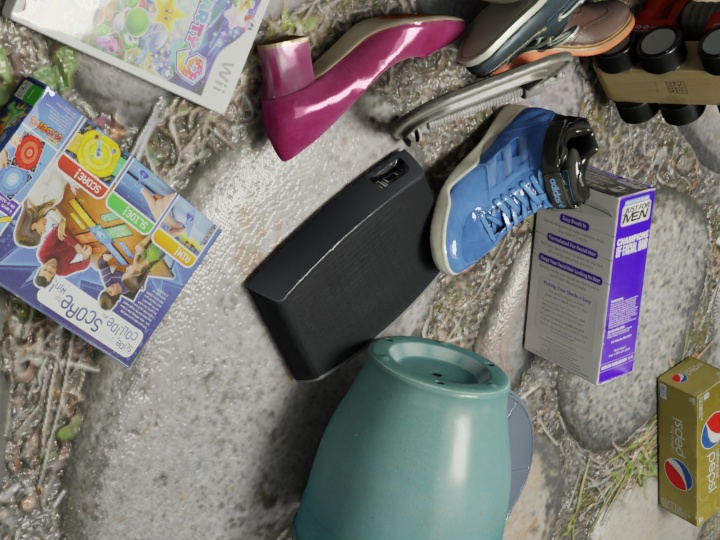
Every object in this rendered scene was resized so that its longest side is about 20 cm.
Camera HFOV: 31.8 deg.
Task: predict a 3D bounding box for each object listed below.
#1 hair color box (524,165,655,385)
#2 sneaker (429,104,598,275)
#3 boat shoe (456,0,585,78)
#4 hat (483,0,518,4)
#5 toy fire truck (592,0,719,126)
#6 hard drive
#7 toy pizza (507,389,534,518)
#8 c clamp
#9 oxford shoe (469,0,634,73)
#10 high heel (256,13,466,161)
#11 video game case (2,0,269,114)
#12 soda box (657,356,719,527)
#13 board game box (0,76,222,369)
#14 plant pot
[{"bbox_3d":[0.234,0.001,1.305,0.064,0.109,0.203,-15,118,-36],"label":"hair color box"},{"bbox_3d":[0.149,-0.073,1.168,0.201,0.110,0.077,-54,137,-30],"label":"sneaker"},{"bbox_3d":[0.156,-0.227,1.106,0.201,0.074,0.062,-52,124,-30],"label":"boat shoe"},{"bbox_3d":[0.087,-0.321,1.057,0.198,0.080,0.204,-1,92,-41],"label":"hat"},{"bbox_3d":[0.353,-0.241,1.278,0.129,0.174,0.202,53,57,-40],"label":"toy fire truck"},{"bbox_3d":[0.000,0.000,1.143,0.200,0.042,0.136,-42,130,-21],"label":"hard drive"},{"bbox_3d":[0.108,0.213,1.336,0.198,0.032,0.203,-19,119,-36],"label":"toy pizza"},{"bbox_3d":[0.108,-0.150,1.130,0.197,0.171,0.027,-21,90,-18],"label":"c clamp"},{"bbox_3d":[0.185,-0.239,1.192,0.198,0.071,0.074,-21,115,-34],"label":"oxford shoe"},{"bbox_3d":[0.007,-0.158,1.060,0.198,0.067,0.098,-18,109,-30],"label":"high heel"},{"bbox_3d":[-0.152,-0.217,0.936,0.199,0.018,0.145,20,93,-45],"label":"video game case"},{"bbox_3d":[0.419,0.216,1.589,0.067,0.064,0.203,-27,124,-31],"label":"soda box"},{"bbox_3d":[-0.210,-0.030,0.949,0.136,0.034,0.200,-55,134,-8],"label":"board game box"},{"bbox_3d":[0.052,0.169,1.147,0.198,0.199,0.191,1,109,-41],"label":"plant pot"}]
